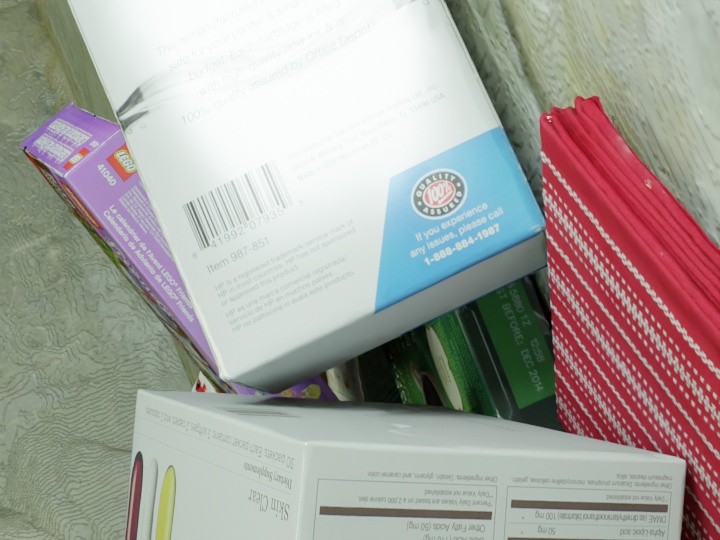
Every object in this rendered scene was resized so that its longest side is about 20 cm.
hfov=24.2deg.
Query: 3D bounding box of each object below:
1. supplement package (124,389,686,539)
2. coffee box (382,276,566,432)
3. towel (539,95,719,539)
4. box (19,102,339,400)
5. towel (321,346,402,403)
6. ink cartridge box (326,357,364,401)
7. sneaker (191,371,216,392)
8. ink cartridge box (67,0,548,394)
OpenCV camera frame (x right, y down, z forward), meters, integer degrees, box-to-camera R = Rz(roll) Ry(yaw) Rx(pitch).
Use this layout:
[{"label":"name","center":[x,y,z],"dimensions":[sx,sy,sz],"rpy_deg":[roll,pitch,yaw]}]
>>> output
[{"label":"supplement package","center":[0.006,0.114,0.664],"dimensions":[0.200,0.154,0.112],"rpy_deg":[-178,93,-66]},{"label":"coffee box","center":[0.056,0.052,0.854],"dimensions":[0.200,0.044,0.124],"rpy_deg":[124,126,-76]},{"label":"towel","center":[0.114,0.046,0.632],"dimensions":[0.145,0.022,0.201],"rpy_deg":[57,166,38]},{"label":"box","center":[-0.085,0.010,0.835],"dimensions":[0.201,0.039,0.137],"rpy_deg":[53,170,-20]},{"label":"towel","center":[-0.012,0.088,1.034],"dimensions":[0.022,0.147,0.202],"rpy_deg":[9,127,36]},{"label":"ink cartridge box","center":[0.000,0.000,0.903],"dimensions":[0.161,0.050,0.202],"rpy_deg":[176,83,-83]},{"label":"sneaker","center":[-0.091,0.072,1.081],"dimensions":[0.071,0.112,0.201],"rpy_deg":[-127,19,-51]},{"label":"ink cartridge box","center":[-0.023,-0.069,0.717],"dimensions":[0.201,0.144,0.084],"rpy_deg":[66,-173,12]}]
